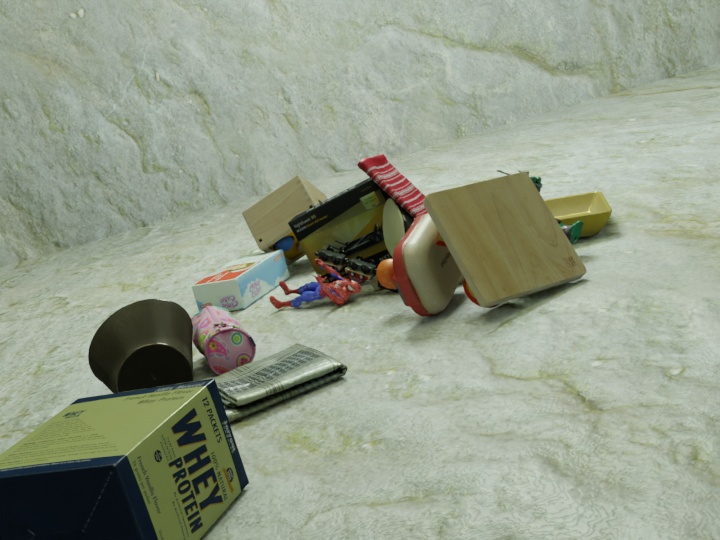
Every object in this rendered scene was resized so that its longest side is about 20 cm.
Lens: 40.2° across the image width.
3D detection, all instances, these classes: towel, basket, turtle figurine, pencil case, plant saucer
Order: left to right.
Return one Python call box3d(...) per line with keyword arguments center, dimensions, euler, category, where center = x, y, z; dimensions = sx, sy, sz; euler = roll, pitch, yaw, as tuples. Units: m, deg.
box3d(center=(-0.328, 0.139, 1.523), dimensions=(0.180, 0.136, 0.200), euler=(-33, 20, -10), category="basket")
box3d(center=(-0.229, 0.111, 1.616), dimensions=(0.087, 0.088, 0.200), euler=(-19, 12, -13), category="pencil case")
box3d(center=(-0.142, 0.156, 1.433), dimensions=(0.200, 0.035, 0.192), euler=(-21, 14, -20), category="towel")
box3d(center=(0.087, -0.140, 1.811), dimensions=(0.022, 0.200, 0.145), euler=(-49, -7, 19), category="towel")
box3d(center=(0.273, -0.092, 1.695), dimensions=(0.200, 0.101, 0.150), euler=(35, 84, 31), category="turtle figurine")
box3d(center=(0.360, -0.093, 1.833), dimensions=(0.199, 0.049, 0.200), euler=(-9, 14, 10), category="plant saucer")

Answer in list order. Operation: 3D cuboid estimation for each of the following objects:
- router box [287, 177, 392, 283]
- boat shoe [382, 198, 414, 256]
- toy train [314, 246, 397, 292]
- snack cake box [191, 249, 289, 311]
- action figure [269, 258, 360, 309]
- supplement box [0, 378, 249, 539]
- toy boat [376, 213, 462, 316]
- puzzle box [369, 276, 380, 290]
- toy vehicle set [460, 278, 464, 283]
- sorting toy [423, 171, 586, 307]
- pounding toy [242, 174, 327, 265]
box3d(center=(-0.014, -0.071, 1.875), dimensions=(0.200, 0.158, 0.052), euler=(-26, 10, 22), category="router box")
box3d(center=(0.090, -0.047, 1.752), dimensions=(0.063, 0.074, 0.202), euler=(-2, 49, -25), category="boat shoe")
box3d(center=(0.000, 0.000, 1.797), dimensions=(0.200, 0.046, 0.034), euler=(18, 34, 30), category="toy train")
box3d(center=(-0.247, 0.023, 2.056), dimensions=(0.115, 0.067, 0.200), euler=(-7, 16, 27), category="snack cake box")
box3d(center=(-0.091, 0.021, 1.805), dimensions=(0.200, 0.099, 0.065), euler=(-3, 43, 36), category="action figure")
box3d(center=(-0.263, 0.227, 1.052), dimensions=(0.199, 0.135, 0.200), euler=(-10, 14, 23), category="supplement box")
box3d(center=(0.086, -0.006, 1.607), dimensions=(0.130, 0.131, 0.200), euler=(-15, 21, 29), category="toy boat")
box3d(center=(0.121, -0.029, 1.834), dimensions=(0.200, 0.025, 0.133), euler=(-23, 11, 21), category="puzzle box")
box3d(center=(0.216, -0.024, 1.783), dimensions=(0.124, 0.027, 0.200), euler=(-14, 13, 9), category="toy vehicle set")
box3d(center=(0.216, -0.040, 1.542), dimensions=(0.198, 0.200, 0.070), euler=(-15, -25, -27), category="sorting toy")
box3d(center=(-0.120, -0.095, 2.192), dimensions=(0.184, 0.142, 0.200), euler=(-32, -22, 11), category="pounding toy")
